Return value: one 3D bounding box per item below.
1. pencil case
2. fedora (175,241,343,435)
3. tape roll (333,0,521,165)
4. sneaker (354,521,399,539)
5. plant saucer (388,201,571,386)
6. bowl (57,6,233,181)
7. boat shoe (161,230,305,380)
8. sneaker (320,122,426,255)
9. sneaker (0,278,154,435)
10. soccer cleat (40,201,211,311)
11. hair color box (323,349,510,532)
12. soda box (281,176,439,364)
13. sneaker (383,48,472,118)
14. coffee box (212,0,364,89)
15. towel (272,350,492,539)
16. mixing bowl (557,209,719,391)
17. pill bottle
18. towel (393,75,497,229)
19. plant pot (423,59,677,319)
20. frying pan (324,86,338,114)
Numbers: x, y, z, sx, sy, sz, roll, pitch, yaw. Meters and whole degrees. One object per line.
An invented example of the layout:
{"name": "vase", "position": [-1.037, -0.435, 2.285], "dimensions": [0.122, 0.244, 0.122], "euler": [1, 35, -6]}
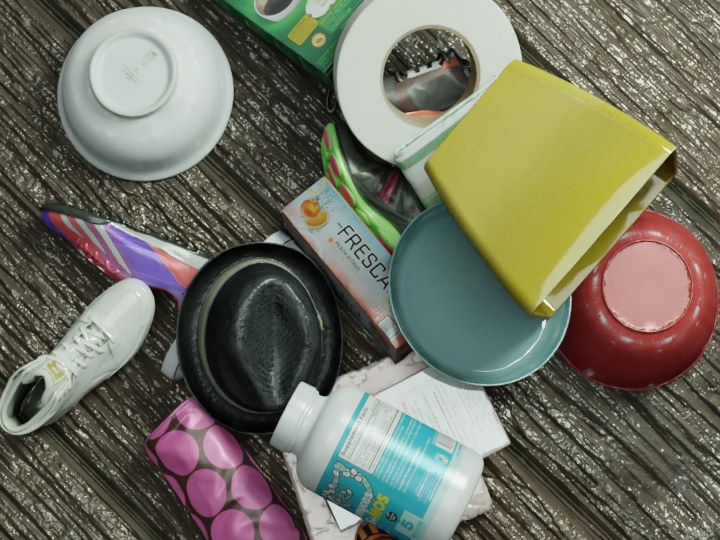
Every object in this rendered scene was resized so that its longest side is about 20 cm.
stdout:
{"name": "pencil case", "position": [-0.147, 0.235, 1.499], "dimensions": [0.093, 0.091, 0.201], "euler": [-38, 81, 16]}
{"name": "fedora", "position": [-0.097, 0.073, 1.459], "dimensions": [0.198, 0.092, 0.204], "euler": [0, 92, -13]}
{"name": "tape roll", "position": [0.071, -0.206, 1.490], "dimensions": [0.200, 0.037, 0.206], "euler": [-2, 110, -6]}
{"name": "sneaker", "position": [0.076, 0.336, 1.452], "dimensions": [0.199, 0.112, 0.078], "euler": [34, 92, -9]}
{"name": "plant saucer", "position": [0.122, 0.023, 1.474], "dimensions": [0.197, 0.027, 0.203], "euler": [4, 73, -12]}
{"name": "bowl", "position": [-0.242, -0.204, 1.556], "dimensions": [0.198, 0.090, 0.204], "euler": [0, 83, 1]}
{"name": "boat shoe", "position": [-0.130, 0.049, 1.528], "dimensions": [0.065, 0.074, 0.200], "euler": [41, 85, 10]}
{"name": "sneaker", "position": [0.028, -0.081, 1.552], "dimensions": [0.084, 0.077, 0.201], "euler": [-38, 89, -18]}
{"name": "sneaker", "position": [-0.296, 0.095, 1.485], "dimensions": [0.074, 0.116, 0.200], "euler": [41, 96, 0]}
{"name": "soccer cleat", "position": [-0.262, -0.018, 1.544], "dimensions": [0.198, 0.068, 0.074], "euler": [20, 90, 2]}
{"name": "hair color box", "position": [0.043, 0.177, 1.483], "dimensions": [0.198, 0.064, 0.112], "euler": [-26, 83, -6]}
{"name": "soda box", "position": [0.000, 0.000, 1.522], "dimensions": [0.063, 0.068, 0.201], "euler": [-37, 76, -10]}
{"name": "sneaker", "position": [0.076, -0.206, 1.547], "dimensions": [0.197, 0.077, 0.083], "euler": [4, 116, -9]}
{"name": "coffee box", "position": [-0.066, -0.302, 1.561], "dimensions": [0.199, 0.044, 0.123], "euler": [37, 84, 24]}
{"name": "towel", "position": [0.019, 0.199, 1.526], "dimensions": [0.198, 0.032, 0.193], "euler": [-19, 81, -2]}
{"name": "mixing bowl", "position": [0.294, 0.023, 1.509], "dimensions": [0.197, 0.108, 0.203], "euler": [0, 82, 2]}
{"name": "pill bottle", "position": [0.013, 0.186, 1.394], "dimensions": [0.198, 0.111, 0.112], "euler": [28, 83, 4]}
{"name": "towel", "position": [0.142, -0.092, 1.513], "dimensions": [0.148, 0.031, 0.201], "euler": [-35, 118, 6]}
{"name": "plant pot", "position": [0.175, -0.087, 1.381], "dimensions": [0.176, 0.200, 0.200], "euler": [42, 96, 11]}
{"name": "frying pan", "position": [-0.029, -0.285, 1.598], "dimensions": [0.114, 0.031, 0.191], "euler": [32, 81, 6]}
